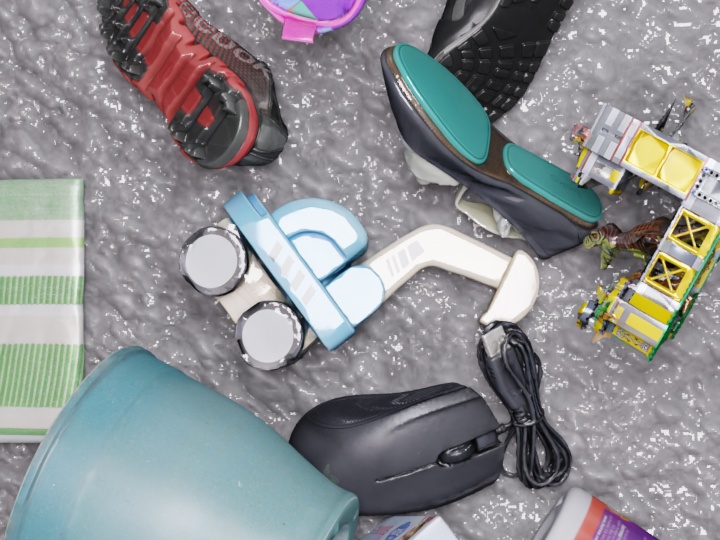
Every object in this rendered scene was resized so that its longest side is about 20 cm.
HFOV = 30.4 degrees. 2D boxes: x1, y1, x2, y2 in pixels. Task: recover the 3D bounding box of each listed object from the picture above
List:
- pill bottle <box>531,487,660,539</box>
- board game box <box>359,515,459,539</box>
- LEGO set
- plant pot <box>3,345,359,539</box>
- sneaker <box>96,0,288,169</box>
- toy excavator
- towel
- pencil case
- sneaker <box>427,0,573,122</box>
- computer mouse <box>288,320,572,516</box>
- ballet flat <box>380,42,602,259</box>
[{"bbox_3d":[0.199,0.245,0.892,0.199,0.111,0.112,33,97,7],"label":"pill bottle"},{"bbox_3d":[0.080,0.251,0.866,0.041,0.200,0.200,-37,86,-12],"label":"board game box"},{"bbox_3d":[0.174,-0.032,0.853,0.115,0.200,0.155,30,110,15],"label":"LEGO set"},{"bbox_3d":[-0.108,0.179,0.895,0.186,0.200,0.202,22,95,12],"label":"plant pot"},{"bbox_3d":[-0.118,-0.145,0.959,0.071,0.098,0.201,-49,60,20],"label":"sneaker"},{"bbox_3d":[0.000,0.000,0.936,0.199,0.100,0.195,-38,86,0],"label":"toy excavator"},{"bbox_3d":[-0.282,0.032,1.018,0.151,0.023,0.202,0,90,10],"label":"towel"},{"bbox_3d":[-0.026,-0.203,0.875,0.087,0.200,0.089,1,106,5],"label":"pencil case"},{"bbox_3d":[0.094,-0.185,0.928,0.075,0.088,0.201,20,120,-32],"label":"sneaker"},{"bbox_3d":[0.039,0.123,0.929,0.198,0.053,0.140,-16,113,14],"label":"computer mouse"},{"bbox_3d":[0.076,-0.072,0.903,0.199,0.073,0.073,35,98,-20],"label":"ballet flat"}]
